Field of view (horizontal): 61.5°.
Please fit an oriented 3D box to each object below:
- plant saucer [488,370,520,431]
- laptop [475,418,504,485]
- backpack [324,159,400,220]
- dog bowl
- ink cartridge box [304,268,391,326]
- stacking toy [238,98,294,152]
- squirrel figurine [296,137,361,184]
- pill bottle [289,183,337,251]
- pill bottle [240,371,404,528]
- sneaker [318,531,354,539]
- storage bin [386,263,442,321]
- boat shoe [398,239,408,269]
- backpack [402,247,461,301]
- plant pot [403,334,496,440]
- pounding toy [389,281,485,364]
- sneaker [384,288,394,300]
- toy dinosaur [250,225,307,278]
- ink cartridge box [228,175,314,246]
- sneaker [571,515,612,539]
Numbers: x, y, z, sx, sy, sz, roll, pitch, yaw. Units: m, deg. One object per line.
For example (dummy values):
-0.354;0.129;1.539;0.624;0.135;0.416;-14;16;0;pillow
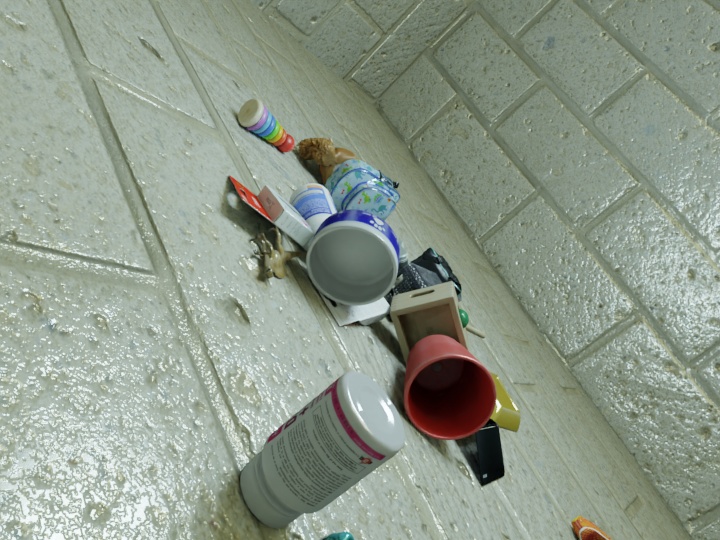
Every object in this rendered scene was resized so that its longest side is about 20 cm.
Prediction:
0.394;0.366;1.788;0.199;0.048;0.201;29;27;-50;plant saucer
0.262;0.403;1.462;0.199;0.104;0.177;30;6;31;laptop
0.002;-0.223;1.819;0.199;0.183;0.148;32;23;-30;backpack
-0.014;-0.027;1.312;0.200;0.199;0.079;43;31;-17;dog bowl
-0.035;0.059;1.419;0.199;0.050;0.162;-13;63;-50;ink cartridge box
-0.261;-0.403;1.743;0.200;0.085;0.086;38;20;-53;stacking toy
-0.105;-0.369;1.940;0.199;0.141;0.187;38;15;-38;squirrel figurine
-0.102;-0.110;1.456;0.112;0.112;0.201;34;24;-39;pill bottle
-0.051;0.228;0.758;0.113;0.200;0.114;43;19;-18;pill bottle
-0.009;0.406;0.700;0.077;0.079;0.201;27;30;-50;sneaker
0.149;0.073;1.648;0.199;0.135;0.094;20;33;-57;storage bin
0.114;-0.046;1.934;0.200;0.070;0.065;-103;180;-70;boat shoe
0.224;0.046;1.843;0.177;0.153;0.200;54;10;18;backpack
0.182;0.242;1.338;0.200;0.200;0.178;44;9;-14;plant pot
0.195;0.132;1.481;0.142;0.197;0.186;-71;145;-69;pounding toy
0.002;-0.002;1.567;0.199;0.060;0.105;30;-33;35;sneaker
-0.177;-0.034;1.252;0.102;0.058;0.200;64;20;-6;toy dinosaur
-0.199;-0.148;1.337;0.173;0.044;0.200;40;5;-30;ink cartridge box
0.648;0.731;1.631;0.200;0.073;0.077;48;8;-15;sneaker
